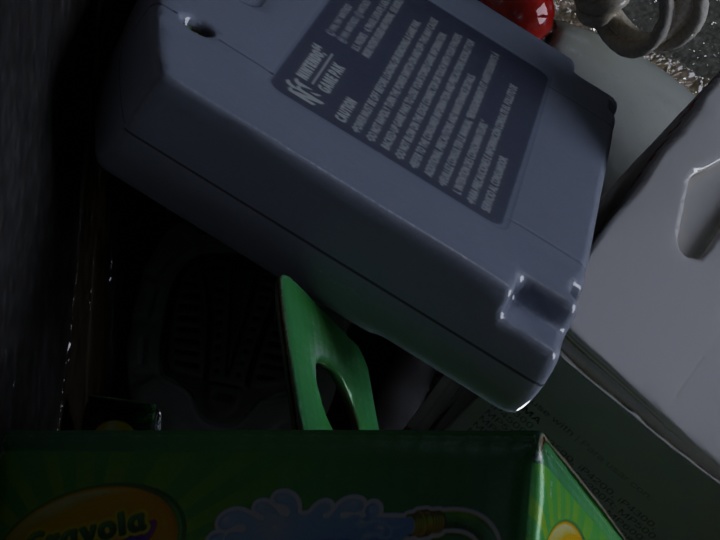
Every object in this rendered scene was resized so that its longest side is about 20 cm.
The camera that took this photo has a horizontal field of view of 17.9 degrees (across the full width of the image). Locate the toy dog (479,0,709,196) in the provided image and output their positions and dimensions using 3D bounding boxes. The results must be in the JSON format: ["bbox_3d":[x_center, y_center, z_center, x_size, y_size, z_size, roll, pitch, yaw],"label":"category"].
[{"bbox_3d":[0.090,-0.079,0.794,0.096,0.132,0.201,-45,140,-31],"label":"toy dog"}]

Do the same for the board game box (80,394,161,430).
[{"bbox_3d":[-0.066,0.125,0.634,0.200,0.023,0.105,90,9,-62],"label":"board game box"}]

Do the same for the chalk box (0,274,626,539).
[{"bbox_3d":[-0.007,0.104,0.496,0.125,0.123,0.201,46,47,-62],"label":"chalk box"}]

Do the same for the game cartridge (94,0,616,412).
[{"bbox_3d":[0.002,-0.042,0.610,0.042,0.133,0.200,-62,-179,23],"label":"game cartridge"}]

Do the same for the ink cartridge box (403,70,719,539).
[{"bbox_3d":[0.079,0.039,0.711,0.147,0.083,0.200,-50,179,-34],"label":"ink cartridge box"}]

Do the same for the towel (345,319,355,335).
[{"bbox_3d":[0.000,0.000,0.855,0.191,0.032,0.201,-33,118,-61],"label":"towel"}]

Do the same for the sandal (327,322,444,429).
[{"bbox_3d":[0.035,0.017,0.839,0.200,0.045,0.075,-62,141,-46],"label":"sandal"}]

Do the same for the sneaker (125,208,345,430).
[{"bbox_3d":[-0.032,-0.014,0.723,0.099,0.078,0.201,104,3,-61],"label":"sneaker"}]
